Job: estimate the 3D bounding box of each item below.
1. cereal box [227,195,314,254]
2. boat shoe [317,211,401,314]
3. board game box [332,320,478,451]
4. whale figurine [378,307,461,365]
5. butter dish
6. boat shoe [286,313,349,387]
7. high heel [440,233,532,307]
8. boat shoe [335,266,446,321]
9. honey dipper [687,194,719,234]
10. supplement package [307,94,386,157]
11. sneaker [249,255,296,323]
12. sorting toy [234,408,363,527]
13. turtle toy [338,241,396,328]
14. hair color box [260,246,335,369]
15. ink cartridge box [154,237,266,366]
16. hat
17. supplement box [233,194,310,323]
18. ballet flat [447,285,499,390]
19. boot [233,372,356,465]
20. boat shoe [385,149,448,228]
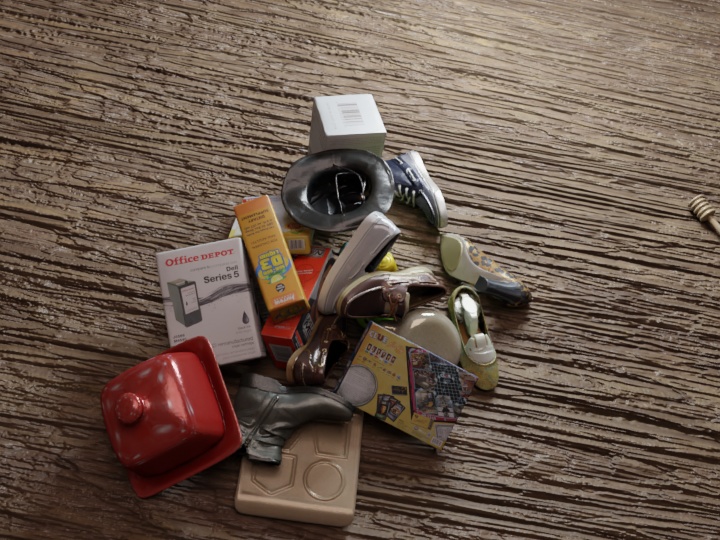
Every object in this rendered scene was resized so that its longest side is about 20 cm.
[{"bbox_3d":[-0.155,-0.085,1.512,0.143,0.040,0.200,-2,26,3],"label":"cereal box"},{"bbox_3d":[0.000,0.000,1.396,0.068,0.072,0.200,37,100,19],"label":"boat shoe"},{"bbox_3d":[0.073,0.187,1.352,0.200,0.035,0.136,29,88,-7],"label":"board game box"},{"bbox_3d":[0.075,0.151,1.421,0.200,0.104,0.159,-38,98,-7],"label":"whale figurine"},{"bbox_3d":[-0.307,0.210,1.231,0.200,0.148,0.200,-28,68,10],"label":"butter dish"},{"bbox_3d":[-0.053,0.131,1.387,0.070,0.071,0.200,-4,27,22],"label":"boat shoe"},{"bbox_3d":[0.237,-0.001,1.589,0.142,0.072,0.200,17,25,-36],"label":"high heel"},{"bbox_3d":[0.056,0.045,1.371,0.199,0.072,0.072,-11,34,-33],"label":"boat shoe"},{"bbox_3d":[0.757,-0.071,1.725,0.038,0.038,0.200,-21,65,-22],"label":"honey dipper"},{"bbox_3d":[-0.032,-0.221,1.592,0.117,0.200,0.117,-7,50,-15],"label":"supplement package"},{"bbox_3d":[-0.137,0.008,1.496,0.114,0.073,0.201,-4,55,-16],"label":"sneaker"},{"bbox_3d":[-0.094,0.297,1.321,0.184,0.037,0.201,8,58,-3],"label":"sorting toy"},{"bbox_3d":[0.021,0.018,1.484,0.101,0.146,0.200,-21,57,2],"label":"turtle toy"},{"bbox_3d":[-0.098,0.063,1.437,0.061,0.102,0.200,6,52,19],"label":"hair color box"},{"bbox_3d":[-0.246,0.058,1.369,0.145,0.084,0.201,-11,84,-2],"label":"ink cartridge box"},{"bbox_3d":[-0.039,-0.126,1.473,0.200,0.081,0.201,0,60,1],"label":"hat"},{"bbox_3d":[-0.146,-0.019,1.366,0.066,0.069,0.201,-20,71,-5],"label":"supplement box"},{"bbox_3d":[0.201,0.114,1.478,0.070,0.071,0.201,-5,56,-13],"label":"ballet flat"},{"bbox_3d":[-0.115,0.246,1.299,0.199,0.068,0.131,11,64,5],"label":"boot"},{"bbox_3d":[0.099,-0.153,1.657,0.092,0.075,0.200,-15,50,-11],"label":"boat shoe"}]
